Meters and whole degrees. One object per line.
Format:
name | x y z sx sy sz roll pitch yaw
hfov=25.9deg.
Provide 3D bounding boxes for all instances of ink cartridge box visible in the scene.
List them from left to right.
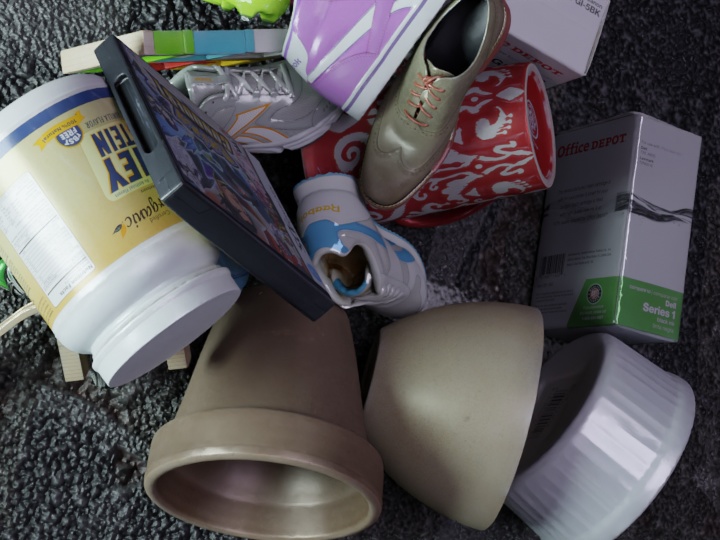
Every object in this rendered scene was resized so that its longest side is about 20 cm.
ink cartridge box | 0.105 -0.223 1.412 0.146 0.199 0.084 25 75 -22
ink cartridge box | 0.242 -0.035 1.496 0.084 0.146 0.203 14 80 -26

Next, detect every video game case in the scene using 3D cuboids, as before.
video game case | -0.111 -0.070 1.195 0.025 0.182 0.200 -38 139 10

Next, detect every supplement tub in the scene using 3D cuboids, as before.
supplement tub | -0.194 -0.029 1.169 0.144 0.144 0.201 -33 82 -25

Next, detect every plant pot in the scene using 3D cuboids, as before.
plant pot | -0.072 0.115 1.316 0.198 0.200 0.176 20 57 -24
plant pot | 0.068 0.115 1.383 0.133 0.200 0.203 14 78 -4

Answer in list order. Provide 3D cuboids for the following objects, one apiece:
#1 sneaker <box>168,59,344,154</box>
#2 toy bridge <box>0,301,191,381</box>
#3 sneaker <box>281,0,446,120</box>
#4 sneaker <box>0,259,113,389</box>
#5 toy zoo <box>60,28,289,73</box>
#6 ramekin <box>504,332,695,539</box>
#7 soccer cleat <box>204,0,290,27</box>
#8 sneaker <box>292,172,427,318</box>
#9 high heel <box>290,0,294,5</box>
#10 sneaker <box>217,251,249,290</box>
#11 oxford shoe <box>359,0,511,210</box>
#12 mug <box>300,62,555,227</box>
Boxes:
sneaker | -0.102 -0.141 1.307 0.198 0.092 0.076 -22 58 6
toy bridge | -0.231 0.054 1.248 0.197 0.027 0.068 -8 107 4
sneaker | 0.013 -0.235 1.263 0.114 0.073 0.201 37 90 -3
sneaker | -0.252 0.010 1.287 0.085 0.078 0.202 -28 97 -10
toy zoo | -0.133 -0.185 1.310 0.198 0.130 0.021 -9 95 -41
ramekin | 0.204 0.154 1.436 0.097 0.200 0.201 38 70 -11
soccer cleat | -0.136 -0.266 1.310 0.067 0.198 0.082 -2 111 -61
sneaker | 0.000 0.000 1.342 0.200 0.076 0.082 45 33 -51
high heel | -0.090 -0.293 1.371 0.198 0.096 0.068 12 64 -26
sneaker | -0.161 -0.064 1.298 0.199 0.078 0.090 38 105 -1
oxford shoe | 0.051 -0.143 1.261 0.070 0.075 0.202 27 96 11
mug | 0.069 -0.112 1.380 0.177 0.198 0.135 -1 83 -70
